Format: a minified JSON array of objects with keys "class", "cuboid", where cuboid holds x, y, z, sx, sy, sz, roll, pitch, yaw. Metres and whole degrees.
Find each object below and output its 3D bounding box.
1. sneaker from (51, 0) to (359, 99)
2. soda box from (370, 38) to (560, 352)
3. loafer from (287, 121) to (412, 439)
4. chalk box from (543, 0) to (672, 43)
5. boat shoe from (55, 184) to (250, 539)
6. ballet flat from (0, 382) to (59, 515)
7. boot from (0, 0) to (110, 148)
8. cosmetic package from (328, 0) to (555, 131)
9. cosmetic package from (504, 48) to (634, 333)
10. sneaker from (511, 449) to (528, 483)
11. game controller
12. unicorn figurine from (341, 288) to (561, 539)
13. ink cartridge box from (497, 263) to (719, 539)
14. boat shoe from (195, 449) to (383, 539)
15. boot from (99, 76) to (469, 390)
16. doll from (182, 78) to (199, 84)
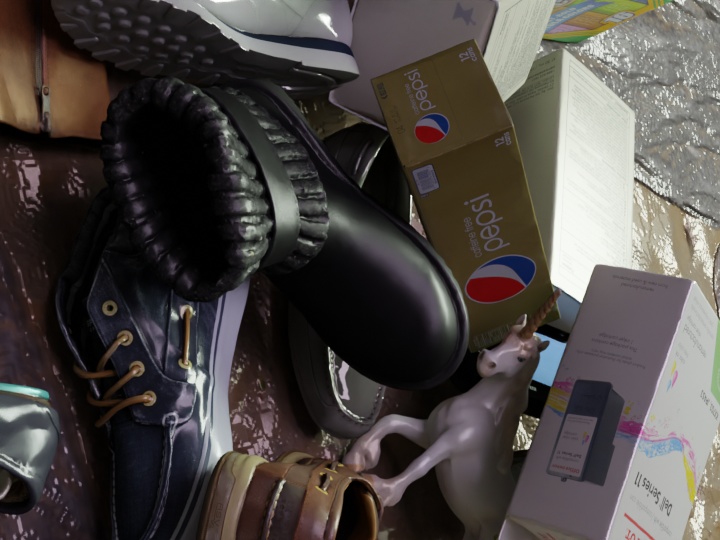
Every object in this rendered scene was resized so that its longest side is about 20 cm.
[{"class":"sneaker","cuboid":[-0.083,-0.149,0.716,0.199,0.076,0.082,8,76,-49]},{"class":"soda box","cuboid":[0.065,-0.036,0.771,0.201,0.063,0.068,66,4,-54]},{"class":"loafer","cuboid":[0.000,0.000,0.802,0.069,0.069,0.203,21,60,-41]},{"class":"chalk box","cuboid":[0.146,-0.262,1.027,0.198,0.123,0.126,-2,77,-47]},{"class":"boat shoe","cuboid":[-0.114,0.055,0.662,0.090,0.070,0.202,32,47,-35]},{"class":"ballet flat","cuboid":[-0.211,0.068,0.547,0.199,0.072,0.074,20,61,-44]},{"class":"boot","cuboid":[-0.146,-0.169,0.714,0.188,0.068,0.203,-5,85,-61]},{"class":"cosmetic package","cuboid":[0.062,-0.160,0.859,0.086,0.104,0.200,25,25,10]},{"class":"cosmetic package","cuboid":[0.148,-0.049,0.982,0.103,0.073,0.202,33,54,-36]},{"class":"sneaker","cuboid":[0.146,0.159,0.899,0.198,0.075,0.089,-2,81,-45]},{"class":"game controller","cuboid":[0.140,0.074,0.886,0.198,0.043,0.105,20,19,-15]},{"class":"unicorn figurine","cuboid":[0.064,0.120,0.793,0.136,0.074,0.203,-21,109,-18]},{"class":"ink cartridge box","cuboid":[0.151,0.113,0.773,0.117,0.067,0.202,41,66,-51]},{"class":"boat shoe","cuboid":[-0.023,0.132,0.672,0.200,0.067,0.073,40,61,-75]},{"class":"boot","cuboid":[-0.034,-0.009,0.663,0.211,0.079,0.158,46,14,0]},{"class":"doll","cuboid":[-0.072,-0.193,0.812,0.137,0.048,0.202,60,38,-45]}]
